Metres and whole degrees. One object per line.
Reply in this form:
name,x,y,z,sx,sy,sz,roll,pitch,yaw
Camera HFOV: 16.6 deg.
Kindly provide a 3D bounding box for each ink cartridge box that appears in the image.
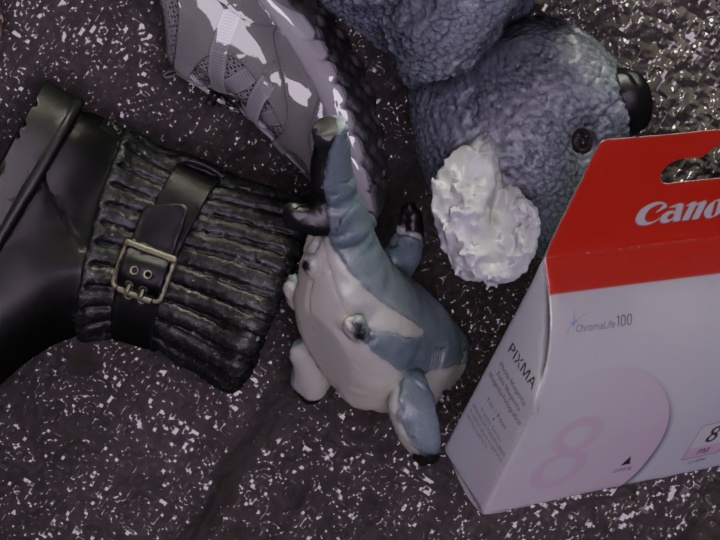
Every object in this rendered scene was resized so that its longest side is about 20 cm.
ink cartridge box,0.144,0.023,1.163,0.162,0.057,0.200,-7,142,-34

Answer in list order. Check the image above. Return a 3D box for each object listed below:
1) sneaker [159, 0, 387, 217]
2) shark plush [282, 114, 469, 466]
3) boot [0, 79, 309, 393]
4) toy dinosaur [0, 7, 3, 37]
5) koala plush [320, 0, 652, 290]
sneaker,-0.054,-0.105,1.203,0.082,0.075,0.200,-29,93,13
shark plush,0.000,0.000,1.178,0.083,0.091,0.200,-46,129,-24
boot,-0.129,0.029,1.201,0.158,0.079,0.211,28,94,-9
toy dinosaur,-0.250,-0.057,1.195,0.200,0.047,0.088,-26,86,-1
koala plush,0.066,-0.097,1.164,0.183,0.177,0.200,-7,101,16
